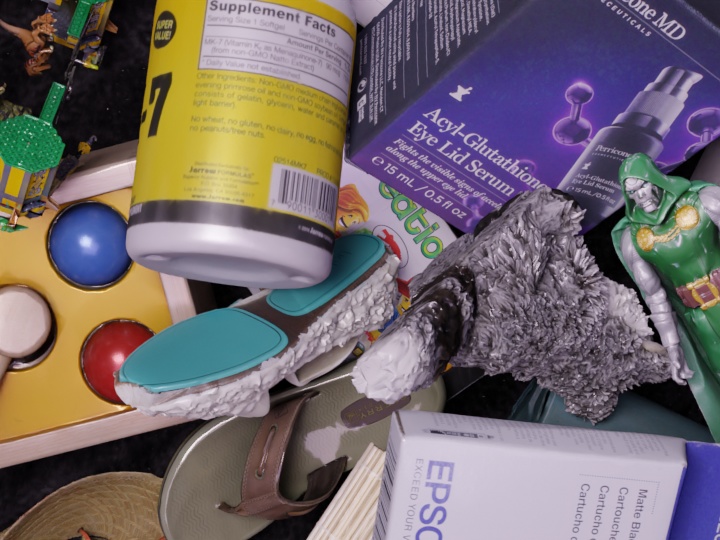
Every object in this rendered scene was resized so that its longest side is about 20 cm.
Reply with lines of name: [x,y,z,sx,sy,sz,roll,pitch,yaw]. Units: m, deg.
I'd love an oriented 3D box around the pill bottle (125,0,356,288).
pill bottle: [-0.061,-0.098,0.781,0.113,0.114,0.203,7,80,-3]

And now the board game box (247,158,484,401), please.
board game box: [0.000,0.000,0.903,0.126,0.035,0.201,-35,103,6]

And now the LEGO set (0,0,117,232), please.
LEGO set: [-0.222,-0.097,0.809,0.152,0.202,0.116,12,141,-17]

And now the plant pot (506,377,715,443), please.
plant pot: [0.167,0.166,0.877,0.195,0.200,0.202,29,100,0]

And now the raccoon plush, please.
raccoon plush: [0.081,0.052,0.755,0.134,0.097,0.200,52,55,-6]

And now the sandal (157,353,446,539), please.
sandal: [-0.039,0.111,0.881,0.200,0.057,0.080,-31,108,4]

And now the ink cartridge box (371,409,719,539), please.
ink cartridge box: [0.099,0.176,0.731,0.197,0.041,0.202,6,108,-9]

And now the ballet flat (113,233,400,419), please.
ballet flat: [-0.048,0.046,0.820,0.199,0.071,0.072,-29,106,-34]

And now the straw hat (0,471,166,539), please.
straw hat: [-0.197,0.199,0.906,0.085,0.200,0.203,23,105,38]

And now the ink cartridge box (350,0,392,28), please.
ink cartridge box: [0.025,-0.214,0.844,0.147,0.076,0.200,36,133,-9]

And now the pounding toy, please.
pounding toy: [-0.190,0.040,0.852,0.198,0.142,0.186,-14,103,1]

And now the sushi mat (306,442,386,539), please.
sushi mat: [-0.010,0.202,0.793,0.095,0.012,0.201,31,76,17]

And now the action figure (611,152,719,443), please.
action figure: [0.190,0.024,0.734,0.118,0.055,0.201,-32,101,29]

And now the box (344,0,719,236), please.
box: [0.107,-0.115,0.787,0.147,0.105,0.200,28,133,-27]

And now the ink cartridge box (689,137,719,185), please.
ink cartridge box: [0.275,-0.035,0.834,0.127,0.201,0.126,18,119,-6]
